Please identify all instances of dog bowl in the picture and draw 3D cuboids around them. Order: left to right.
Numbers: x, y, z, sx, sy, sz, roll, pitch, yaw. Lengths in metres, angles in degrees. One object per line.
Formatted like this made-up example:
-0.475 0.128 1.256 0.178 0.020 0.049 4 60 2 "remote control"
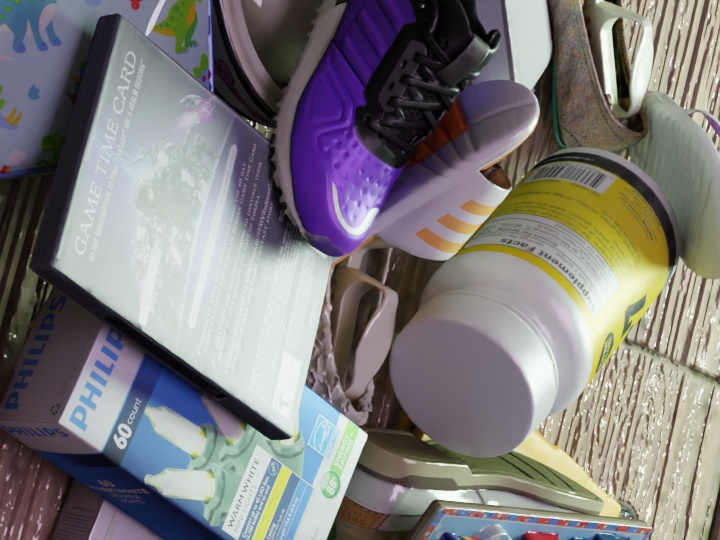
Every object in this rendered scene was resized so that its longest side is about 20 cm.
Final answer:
-0.030 -0.168 1.413 0.200 0.074 0.201 -3 95 -44 "dog bowl"

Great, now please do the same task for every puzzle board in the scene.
0.073 0.203 1.484 0.200 0.017 0.151 11 118 -46 "puzzle board"

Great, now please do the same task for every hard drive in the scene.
0.085 -0.171 1.484 0.200 0.026 0.132 -54 138 -74 "hard drive"

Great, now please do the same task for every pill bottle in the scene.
0.104 0.019 1.507 0.200 0.114 0.115 -45 123 -46 "pill bottle"

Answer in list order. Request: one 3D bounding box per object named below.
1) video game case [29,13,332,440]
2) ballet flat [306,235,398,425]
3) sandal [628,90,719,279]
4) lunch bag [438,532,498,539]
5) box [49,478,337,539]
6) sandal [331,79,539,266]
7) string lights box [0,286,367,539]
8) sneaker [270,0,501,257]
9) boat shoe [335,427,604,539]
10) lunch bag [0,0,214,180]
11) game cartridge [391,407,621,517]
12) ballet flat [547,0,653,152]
-0.083 -0.019 1.282 0.200 0.019 0.143 39 54 -44 "video game case"
0.000 0.000 1.462 0.072 0.072 0.201 16 81 -44 "ballet flat"
0.215 -0.064 1.587 0.050 0.203 0.083 -3 119 -9 "sandal"
0.051 0.249 1.438 0.200 0.094 0.150 -46 147 24 "lunch bag"
-0.084 0.157 1.412 0.200 0.036 0.145 34 70 -40 "box"
0.025 -0.032 1.401 0.059 0.206 0.079 45 25 -25 "sandal"
-0.092 0.083 1.331 0.200 0.059 0.103 40 62 -39 "string lights box"
0.021 -0.104 1.336 0.070 0.099 0.201 35 63 -46 "sneaker"
0.060 0.141 1.492 0.200 0.075 0.069 14 101 -41 "boat shoe"
-0.166 -0.129 1.274 0.200 0.082 0.161 -10 101 -44 "lunch bag"
0.073 0.175 1.570 0.200 0.032 0.177 41 65 -37 "game cartridge"
0.153 -0.172 1.598 0.068 0.067 0.201 -24 110 -48 "ballet flat"
